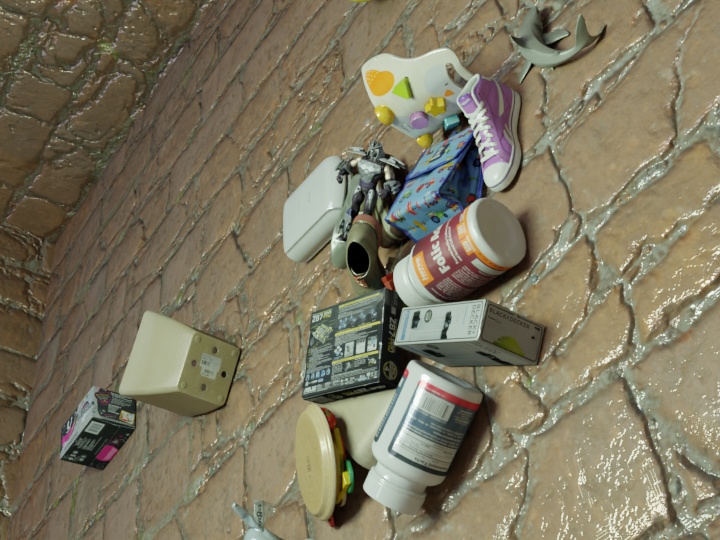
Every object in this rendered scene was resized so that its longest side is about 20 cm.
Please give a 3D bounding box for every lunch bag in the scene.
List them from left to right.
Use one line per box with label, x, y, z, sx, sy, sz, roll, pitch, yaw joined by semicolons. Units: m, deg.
lunch bag;0.147;-0.160;1.606;0.150;0.094;0.201;-26;36;52

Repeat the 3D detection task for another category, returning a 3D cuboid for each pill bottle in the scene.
pill bottle;0.085;0.244;1.360;0.201;0.119;0.120;-65;29;3
pill bottle;0.148;-0.018;1.448;0.200;0.114;0.115;-36;41;42

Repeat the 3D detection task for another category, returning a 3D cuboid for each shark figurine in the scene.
shark figurine;0.287;-0.365;1.503;0.129;0.089;0.214;-62;27;10

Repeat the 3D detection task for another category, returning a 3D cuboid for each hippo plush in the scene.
hippo plush;-0.107;0.481;1.523;0.160;0.159;0.201;-2;80;25

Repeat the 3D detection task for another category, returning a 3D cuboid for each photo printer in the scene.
photo printer;-0.085;-0.134;1.964;0.200;0.069;0.167;-42;37;37

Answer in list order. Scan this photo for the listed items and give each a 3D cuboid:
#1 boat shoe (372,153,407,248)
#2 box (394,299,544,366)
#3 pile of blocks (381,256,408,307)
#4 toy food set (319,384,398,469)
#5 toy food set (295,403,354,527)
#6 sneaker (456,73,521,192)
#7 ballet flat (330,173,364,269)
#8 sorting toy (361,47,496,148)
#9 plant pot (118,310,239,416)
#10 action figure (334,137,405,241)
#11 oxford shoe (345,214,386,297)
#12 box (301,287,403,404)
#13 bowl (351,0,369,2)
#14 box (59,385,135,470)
boat shoe;0.043;-0.129;1.748;0.075;0.074;0.203;-47;34;41
box;0.154;0.094;1.357;0.200;0.116;0.060;-10;61;55
pile of blocks;0.062;0.050;1.595;0.082;0.062;0.200;-51;32;25
toy food set;0.014;0.216;1.572;0.144;0.060;0.200;-56;38;14
toy food set;-0.065;0.324;1.567;0.200;0.048;0.199;115;147;-52
sneaker;0.199;-0.229;1.521;0.073;0.114;0.201;-30;47;45
ballet flat;-0.007;-0.100;1.818;0.064;0.067;0.201;-4;66;49
sorting toy;0.132;-0.312;1.613;0.180;0.199;0.107;-27;50;43
plant pot;-0.390;0.217;2.105;0.177;0.199;0.201;0;69;47
action figure;0.010;-0.140;1.671;0.130;0.069;0.201;25;111;36
oxford shoe;0.000;0.000;1.629;0.070;0.201;0.075;9;43;19
box;-0.015;0.129;1.565;0.200;0.049;0.162;-21;58;45
bowl;0.040;-0.688;2.119;0.200;0.107;0.201;-39;39;41
box;-0.714;0.426;2.532;0.200;0.132;0.115;-49;35;27
